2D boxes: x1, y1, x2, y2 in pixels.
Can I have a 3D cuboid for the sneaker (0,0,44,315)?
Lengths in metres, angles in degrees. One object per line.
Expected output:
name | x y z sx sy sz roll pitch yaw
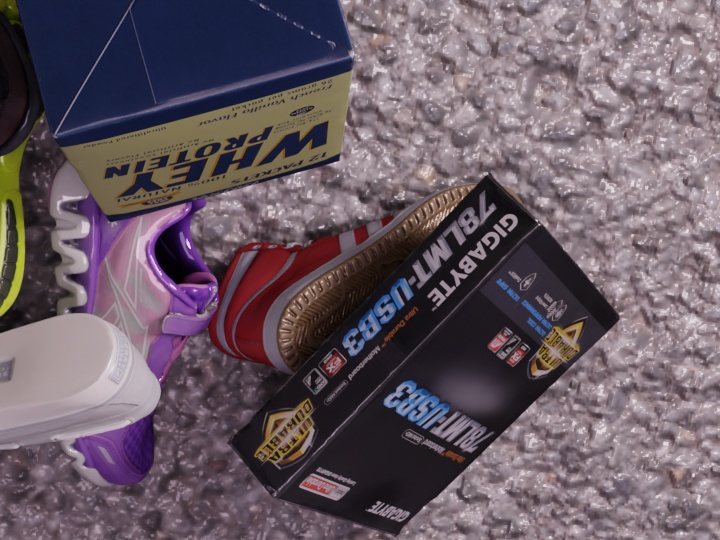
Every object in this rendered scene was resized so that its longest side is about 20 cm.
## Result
sneaker | -0.220 -0.071 0.831 0.074 0.084 0.200 16 82 -50

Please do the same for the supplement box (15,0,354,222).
supplement box | -0.096 -0.149 0.740 0.134 0.200 0.200 -15 83 -5

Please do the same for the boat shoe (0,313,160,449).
boat shoe | -0.201 0.069 0.818 0.200 0.072 0.069 -16 143 18

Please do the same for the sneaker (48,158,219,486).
sneaker | -0.124 0.030 0.863 0.088 0.080 0.200 4 104 11

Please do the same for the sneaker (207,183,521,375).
sneaker | 0.000 0.000 0.902 0.200 0.112 0.071 -27 107 -33

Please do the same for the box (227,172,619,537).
box | 0.044 0.059 0.862 0.199 0.200 0.050 -46 64 2

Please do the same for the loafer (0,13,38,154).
loafer | -0.237 -0.131 0.757 0.072 0.063 0.200 -48 63 14
